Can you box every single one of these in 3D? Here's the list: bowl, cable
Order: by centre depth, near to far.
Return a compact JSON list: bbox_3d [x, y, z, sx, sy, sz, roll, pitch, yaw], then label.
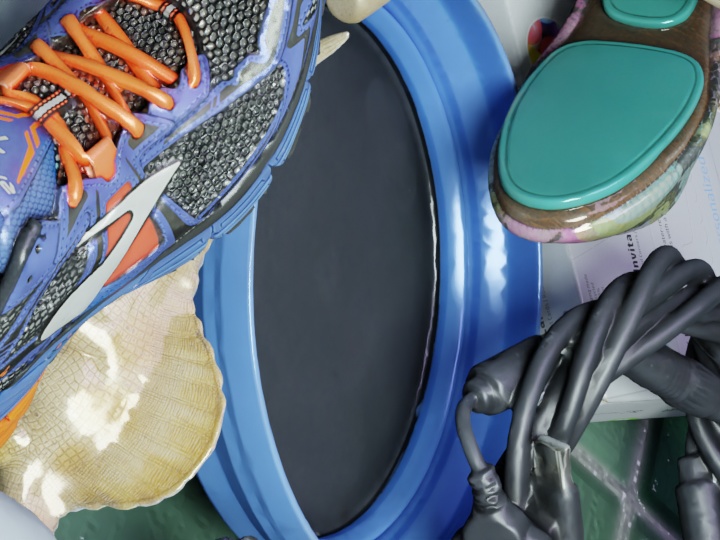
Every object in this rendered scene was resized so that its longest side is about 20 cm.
[{"bbox_3d":[0.000,0.000,0.767,0.200,0.039,0.203,-1,91,-62],"label":"bowl"},{"bbox_3d":[0.091,0.093,0.826,0.163,0.051,0.201,-41,126,-39],"label":"cable"}]

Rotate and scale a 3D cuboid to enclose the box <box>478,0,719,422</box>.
[{"bbox_3d":[0.122,-0.023,0.932,0.199,0.041,0.157,0,73,-49],"label":"box"}]

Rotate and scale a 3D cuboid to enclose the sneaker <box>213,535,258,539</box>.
[{"bbox_3d":[-0.018,0.133,0.705,0.199,0.075,0.115,0,75,-45],"label":"sneaker"}]

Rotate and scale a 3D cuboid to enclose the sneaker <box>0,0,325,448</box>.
[{"bbox_3d":[-0.079,-0.021,0.603,0.075,0.078,0.200,36,83,12],"label":"sneaker"}]

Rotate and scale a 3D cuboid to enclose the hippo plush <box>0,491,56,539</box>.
[{"bbox_3d":[-0.096,0.122,0.527,0.198,0.159,0.162,-13,80,-12],"label":"hippo plush"}]

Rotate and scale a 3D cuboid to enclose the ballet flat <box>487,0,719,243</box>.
[{"bbox_3d":[0.094,-0.063,0.844,0.072,0.069,0.201,84,21,-46],"label":"ballet flat"}]

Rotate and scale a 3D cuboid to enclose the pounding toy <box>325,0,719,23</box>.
[{"bbox_3d":[0.072,-0.165,0.778,0.183,0.142,0.201,20,38,-42],"label":"pounding toy"}]

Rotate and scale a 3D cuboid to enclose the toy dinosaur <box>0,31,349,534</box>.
[{"bbox_3d":[-0.078,0.016,0.665,0.201,0.101,0.058,-63,165,-10],"label":"toy dinosaur"}]

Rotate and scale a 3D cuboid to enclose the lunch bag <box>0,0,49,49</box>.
[{"bbox_3d":[-0.143,-0.120,0.683,0.160,0.077,0.201,-16,85,-52],"label":"lunch bag"}]
